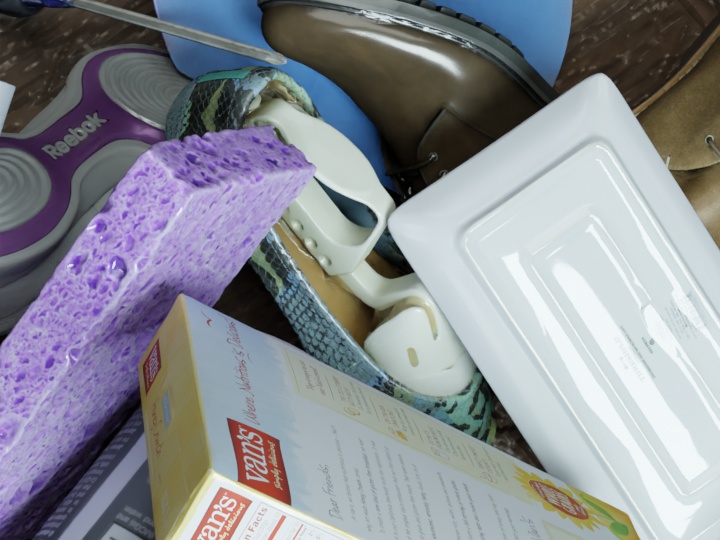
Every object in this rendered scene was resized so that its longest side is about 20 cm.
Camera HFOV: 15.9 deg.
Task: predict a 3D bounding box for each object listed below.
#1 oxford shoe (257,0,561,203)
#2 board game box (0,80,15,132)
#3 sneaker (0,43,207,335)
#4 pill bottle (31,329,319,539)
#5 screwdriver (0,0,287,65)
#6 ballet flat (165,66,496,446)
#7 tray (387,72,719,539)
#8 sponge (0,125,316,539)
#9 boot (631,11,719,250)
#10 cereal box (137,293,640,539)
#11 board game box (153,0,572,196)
[{"bbox_3d":[0.037,-0.056,1.072,0.200,0.073,0.085,29,77,-20],"label":"oxford shoe"},{"bbox_3d":[-0.243,-0.041,0.966,0.200,0.035,0.127,19,91,6],"label":"board game box"},{"bbox_3d":[-0.119,-0.030,1.068,0.075,0.100,0.200,44,46,17],"label":"sneaker"},{"bbox_3d":[-0.073,0.129,0.986,0.116,0.116,0.200,36,69,7],"label":"pill bottle"},{"bbox_3d":[-0.106,-0.112,1.070,0.200,0.028,0.029,13,83,35],"label":"screwdriver"},{"bbox_3d":[0.000,0.000,1.036,0.200,0.074,0.074,49,68,-13],"label":"ballet flat"},{"bbox_3d":[0.108,0.033,1.016,0.107,0.022,0.200,-35,99,-6],"label":"tray"},{"bbox_3d":[-0.102,0.032,0.970,0.030,0.112,0.200,42,109,12],"label":"sponge"},{"bbox_3d":[0.144,-0.044,1.054,0.074,0.075,0.200,41,70,-16],"label":"boot"},{"bbox_3d":[0.019,0.090,0.895,0.200,0.144,0.040,26,107,-17],"label":"cereal box"},{"bbox_3d":[-0.005,-0.125,1.121,0.200,0.039,0.158,28,75,-19],"label":"board game box"}]
